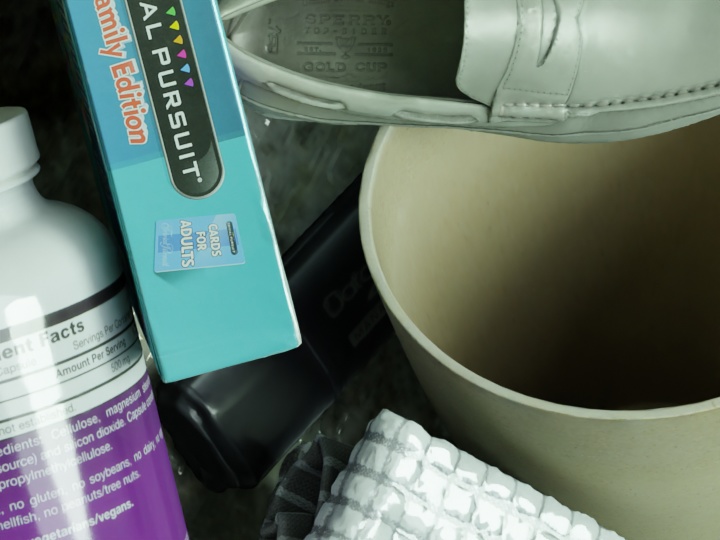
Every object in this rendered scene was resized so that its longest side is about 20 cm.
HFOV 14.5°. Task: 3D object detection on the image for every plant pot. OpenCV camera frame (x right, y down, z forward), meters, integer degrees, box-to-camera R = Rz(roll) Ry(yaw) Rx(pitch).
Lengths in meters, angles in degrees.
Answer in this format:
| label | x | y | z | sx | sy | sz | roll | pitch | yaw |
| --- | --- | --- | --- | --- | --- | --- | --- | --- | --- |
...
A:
| label | x | y | z | sx | sy | sz | roll | pitch | yaw |
| --- | --- | --- | --- | --- | --- | --- | --- | --- | --- |
| plant pot | 0.102 | 0.032 | 1.029 | 0.187 | 0.187 | 0.200 | -49 | 152 | -26 |

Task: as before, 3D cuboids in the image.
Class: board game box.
| label | x | y | z | sx | sy | sz | roll | pitch | yaw |
| --- | --- | --- | --- | --- | --- | --- | --- | --- | --- |
| board game box | -0.072 | -0.079 | 0.907 | 0.047 | 0.151 | 0.201 | -15 | 102 | -6 |

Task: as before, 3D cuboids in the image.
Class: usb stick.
| label | x | y | z | sx | sy | sz | roll | pitch | yaw |
| --- | --- | --- | --- | --- | --- | --- | --- | --- | --- |
| usb stick | 0.000 | 0.000 | 1.043 | 0.200 | 0.033 | 0.056 | -47 | 117 | -27 |

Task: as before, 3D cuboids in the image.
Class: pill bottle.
| label | x | y | z | sx | sy | sz | roll | pitch | yaw |
| --- | --- | --- | --- | --- | --- | --- | --- | --- | --- |
| pill bottle | -0.119 | 0.054 | 0.899 | 0.112 | 0.112 | 0.201 | -21 | 104 | -36 |

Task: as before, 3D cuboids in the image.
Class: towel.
| label | x | y | z | sx | sy | sz | roll | pitch | yaw |
| --- | --- | --- | --- | --- | --- | --- | --- | --- | --- |
| towel | 0.035 | 0.160 | 0.967 | 0.200 | 0.086 | 0.166 | 29 | 76 | -22 |

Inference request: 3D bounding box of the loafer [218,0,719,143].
| label | x | y | z | sx | sy | sz | roll | pitch | yaw |
| --- | --- | --- | --- | --- | --- | --- | --- | --- | --- |
| loafer | 0.047 | -0.077 | 0.942 | 0.070 | 0.199 | 0.070 | 13 | 73 | -79 |
